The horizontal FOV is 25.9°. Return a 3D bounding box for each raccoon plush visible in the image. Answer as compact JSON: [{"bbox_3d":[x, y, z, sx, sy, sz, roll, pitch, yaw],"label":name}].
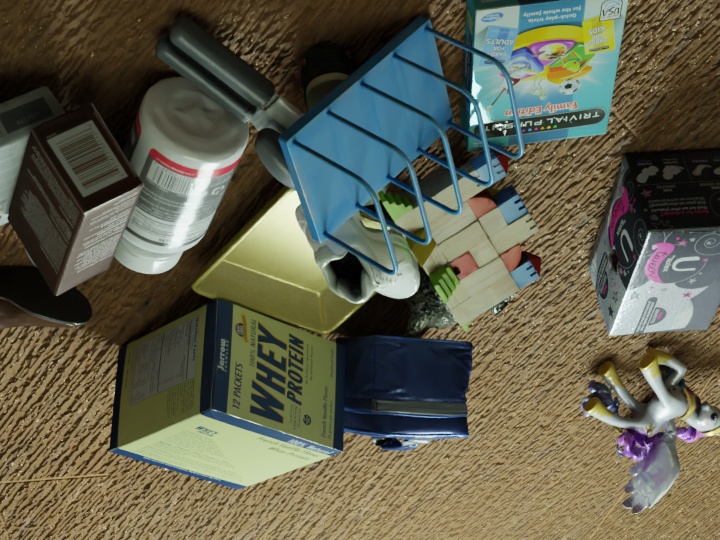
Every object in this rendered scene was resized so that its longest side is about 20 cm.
[{"bbox_3d":[0.089,-0.018,1.773,0.133,0.097,0.201,-17,118,15],"label":"raccoon plush"}]

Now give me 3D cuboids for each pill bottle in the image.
[{"bbox_3d":[-0.192,-0.088,1.568,0.110,0.111,0.200,7,140,-22],"label":"pill bottle"}]

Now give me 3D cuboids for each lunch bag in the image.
[{"bbox_3d":[0.043,0.149,1.870,0.135,0.134,0.200,5,174,-20],"label":"lunch bag"}]

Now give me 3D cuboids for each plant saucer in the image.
[{"bbox_3d":[-0.058,-0.023,1.741,0.199,0.049,0.200,20,133,-35],"label":"plant saucer"}]

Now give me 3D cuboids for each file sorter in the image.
[{"bbox_3d":[0.047,-0.115,1.494,0.200,0.122,0.139,-43,141,-22],"label":"file sorter"}]

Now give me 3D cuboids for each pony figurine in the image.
[{"bbox_3d":[0.389,0.201,2.086,0.200,0.167,0.193,36,117,-26],"label":"pony figurine"}]

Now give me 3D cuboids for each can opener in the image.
[{"bbox_3d":[-0.109,-0.160,1.487,0.200,0.067,0.053,40,132,-16],"label":"can opener"}]

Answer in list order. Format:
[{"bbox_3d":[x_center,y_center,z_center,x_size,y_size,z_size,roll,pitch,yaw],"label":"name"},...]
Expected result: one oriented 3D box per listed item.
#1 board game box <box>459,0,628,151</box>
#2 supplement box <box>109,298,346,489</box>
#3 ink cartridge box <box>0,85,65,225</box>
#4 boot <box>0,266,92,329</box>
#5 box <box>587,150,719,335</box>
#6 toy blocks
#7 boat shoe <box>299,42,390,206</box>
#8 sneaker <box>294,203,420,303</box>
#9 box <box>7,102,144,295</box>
[{"bbox_3d":[0.179,-0.209,1.558,0.150,0.047,0.201,-8,143,-4],"label":"board game box"},{"bbox_3d":[-0.154,0.151,1.834,0.199,0.135,0.199,22,147,-37],"label":"supplement box"},{"bbox_3d":[-0.379,-0.089,1.528,0.162,0.057,0.200,-28,173,-29],"label":"ink cartridge box"},{"bbox_3d":[-0.415,0.078,1.766,0.185,0.065,0.201,18,133,-14],"label":"boot"},{"bbox_3d":[0.349,-0.027,1.783,0.131,0.115,0.201,-4,142,-10],"label":"box"},{"bbox_3d":[0.123,-0.041,1.654,0.136,0.100,0.201,-31,118,4],"label":"toy blocks"},{"bbox_3d":[-0.013,-0.144,1.580,0.073,0.063,0.202,-13,140,5],"label":"boat shoe"},{"bbox_3d":[0.000,0.000,1.658,0.078,0.100,0.200,-26,145,25],"label":"sneaker"},{"bbox_3d":[-0.282,-0.066,1.531,0.075,0.101,0.200,-28,169,-30],"label":"box"}]
